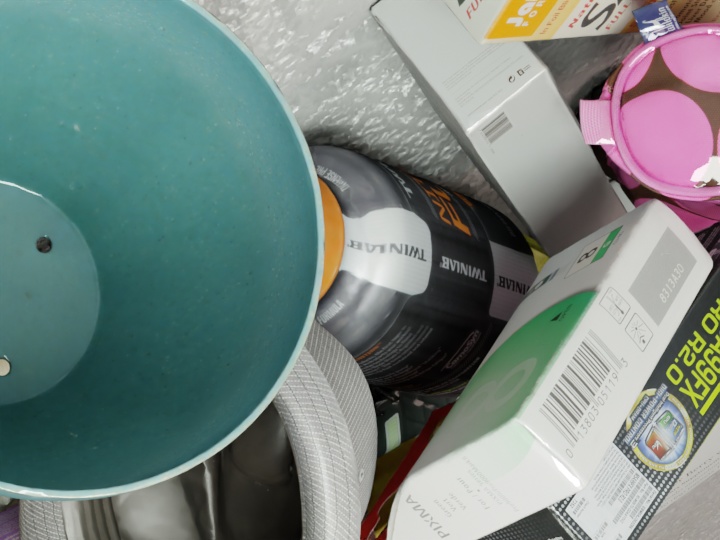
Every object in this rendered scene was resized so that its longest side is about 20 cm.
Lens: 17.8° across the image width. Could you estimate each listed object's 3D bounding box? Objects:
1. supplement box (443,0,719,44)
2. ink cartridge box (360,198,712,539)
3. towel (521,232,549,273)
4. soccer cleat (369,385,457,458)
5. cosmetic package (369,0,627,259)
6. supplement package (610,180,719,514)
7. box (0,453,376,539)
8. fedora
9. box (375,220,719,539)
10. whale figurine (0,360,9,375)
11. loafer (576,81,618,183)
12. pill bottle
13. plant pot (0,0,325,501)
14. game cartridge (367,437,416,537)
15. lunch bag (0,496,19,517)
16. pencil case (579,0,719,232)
[{"bbox_3d":[0.130,-0.172,1.020,0.199,0.074,0.126,-10,144,-42],"label":"supplement box"},{"bbox_3d":[0.052,0.064,1.032,0.200,0.050,0.161,-30,-163,44],"label":"ink cartridge box"},{"bbox_3d":[0.109,0.042,1.242,0.086,0.199,0.018,-59,-165,7],"label":"towel"},{"bbox_3d":[-0.010,0.080,1.268,0.200,0.068,0.081,-43,168,20],"label":"soccer cleat"},{"bbox_3d":[0.073,-0.071,1.111,0.051,0.083,0.200,-39,154,2],"label":"cosmetic package"},{"bbox_3d":[0.174,0.044,1.377,0.121,0.120,0.200,-36,154,1],"label":"supplement package"},{"bbox_3d":[-0.088,0.149,1.090,0.199,0.039,0.137,-27,115,-19],"label":"box"},{"bbox_3d":[-0.058,0.092,1.001,0.090,0.176,0.201,-19,124,-53],"label":"fedora"},{"bbox_3d":[0.106,0.067,1.066,0.200,0.044,0.160,-50,-167,-32],"label":"box"},{"bbox_3d":[-0.208,0.062,0.998,0.200,0.103,0.160,-45,152,-42],"label":"whale figurine"},{"bbox_3d":[0.199,-0.069,1.276,0.199,0.071,0.073,-11,145,-40],"label":"loafer"},{"bbox_3d":[0.000,0.000,1.109,0.106,0.106,0.200,-44,154,16],"label":"pill bottle"},{"bbox_3d":[-0.130,-0.005,0.884,0.199,0.201,0.135,-23,178,-25],"label":"plant pot"},{"bbox_3d":[-0.036,0.166,1.285,0.200,0.033,0.176,-34,-169,-5],"label":"game cartridge"},{"bbox_3d":[-0.164,0.148,1.146,0.164,0.118,0.200,-37,151,-10],"label":"lunch bag"},{"bbox_3d":[0.155,-0.064,1.085,0.093,0.091,0.200,-14,172,7],"label":"pencil case"}]
